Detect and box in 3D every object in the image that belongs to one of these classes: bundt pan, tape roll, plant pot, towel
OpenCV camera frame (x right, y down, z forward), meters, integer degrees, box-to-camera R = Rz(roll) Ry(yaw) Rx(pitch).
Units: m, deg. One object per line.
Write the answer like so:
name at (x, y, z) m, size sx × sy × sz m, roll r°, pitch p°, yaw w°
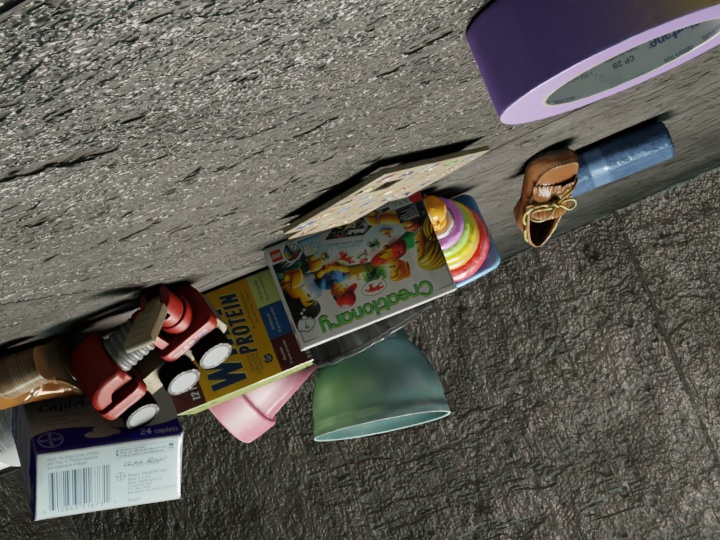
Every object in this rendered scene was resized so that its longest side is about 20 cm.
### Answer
bundt pan at (0.007, 0.037, 1.695) m, size 0.201 × 0.076 × 0.202 m, roll -31°, pitch -172°, yaw 5°
tape roll at (0.175, -0.169, 0.913) m, size 0.199 × 0.066 × 0.200 m, roll -22°, pitch 174°, yaw -2°
plant pot at (0.019, 0.158, 1.927) m, size 0.199 × 0.135 × 0.200 m, roll -11°, pitch 169°, yaw -2°
plant pot at (-0.157, 0.129, 2.031) m, size 0.179 × 0.201 × 0.200 m, roll -37°, pitch 174°, yaw 3°
towel at (0.339, -0.151, 1.883) m, size 0.199 × 0.049 × 0.112 m, roll -21°, pitch 171°, yaw 9°

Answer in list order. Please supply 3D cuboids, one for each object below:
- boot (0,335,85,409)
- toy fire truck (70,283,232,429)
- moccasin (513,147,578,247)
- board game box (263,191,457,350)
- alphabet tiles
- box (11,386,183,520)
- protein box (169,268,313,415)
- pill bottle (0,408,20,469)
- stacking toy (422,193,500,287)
boot at (-0.417, 0.135, 1.594) m, size 0.154 × 0.074 × 0.200 m, roll -21°, pitch 167°, yaw 8°
toy fire truck at (-0.255, 0.090, 1.539) m, size 0.176 × 0.129 × 0.200 m, roll -39°, pitch 152°, yaw 2°
moccasin at (0.246, -0.094, 1.773) m, size 0.073 × 0.078 × 0.202 m, roll -9°, pitch 155°, yaw -16°
board game box at (0.000, 0.000, 1.589) m, size 0.199 × 0.127 × 0.035 m, roll -21°, pitch 175°, yaw -9°
alphabet tiles at (0.016, -0.079, 1.421) m, size 0.167 × 0.008 × 0.199 m, roll -17°, pitch 173°, yaw -45°
box at (-0.333, 0.201, 1.685) m, size 0.183 × 0.106 × 0.200 m, roll -5°, pitch -151°, yaw -21°
protein box at (-0.171, 0.098, 1.833) m, size 0.199 × 0.136 × 0.199 m, roll -22°, pitch 175°, yaw -3°
pill bottle at (-0.462, 0.208, 1.888) m, size 0.199 × 0.114 × 0.113 m, roll -25°, pitch 174°, yaw 32°
stacking toy at (0.103, -0.053, 1.718) m, size 0.109 × 0.117 × 0.200 m, roll -25°, pitch 163°, yaw 6°
